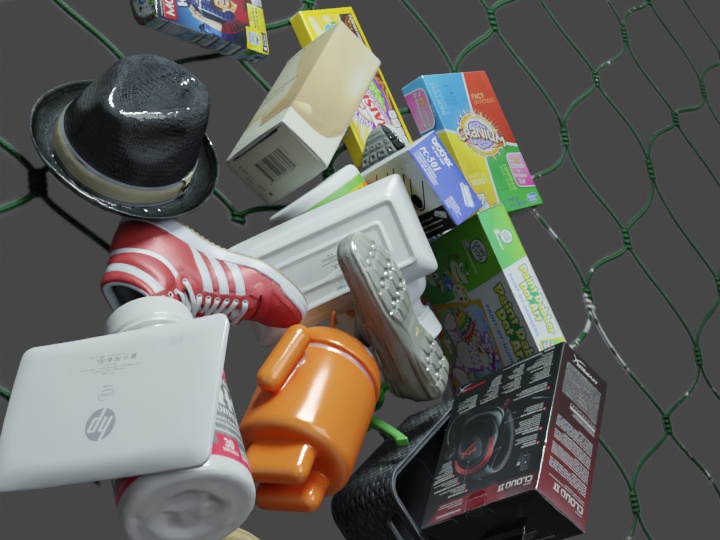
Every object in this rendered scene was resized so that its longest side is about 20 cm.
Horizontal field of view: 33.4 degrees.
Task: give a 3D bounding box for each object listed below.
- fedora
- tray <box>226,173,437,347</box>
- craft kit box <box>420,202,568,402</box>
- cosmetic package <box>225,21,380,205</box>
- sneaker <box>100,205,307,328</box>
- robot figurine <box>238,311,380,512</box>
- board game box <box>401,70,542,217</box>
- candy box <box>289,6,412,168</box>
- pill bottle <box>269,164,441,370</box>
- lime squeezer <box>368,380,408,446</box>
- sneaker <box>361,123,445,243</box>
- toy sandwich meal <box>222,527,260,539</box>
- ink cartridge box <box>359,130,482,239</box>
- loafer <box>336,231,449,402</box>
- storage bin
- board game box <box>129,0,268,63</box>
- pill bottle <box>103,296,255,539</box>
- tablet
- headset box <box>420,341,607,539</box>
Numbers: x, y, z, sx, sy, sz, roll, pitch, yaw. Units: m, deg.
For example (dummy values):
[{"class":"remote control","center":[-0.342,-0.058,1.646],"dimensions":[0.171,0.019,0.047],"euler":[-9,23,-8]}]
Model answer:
[{"class":"fedora","center":[-0.203,-0.140,1.111],"dimensions":[0.199,0.092,0.202],"euler":[24,36,-18]},{"class":"tray","center":[-0.029,-0.009,1.201],"dimensions":[0.022,0.198,0.108],"euler":[-147,-147,-83]},{"class":"craft kit box","center":[0.129,0.055,1.312],"dimensions":[0.048,0.197,0.201],"euler":[-20,82,-36]},{"class":"cosmetic package","center":[-0.060,-0.175,1.317],"dimensions":[0.071,0.105,0.201],"euler":[44,41,-20]},{"class":"sneaker","center":[-0.148,0.030,1.115],"dimensions":[0.199,0.071,0.113],"euler":[27,47,-14]},{"class":"robot figurine","center":[-0.047,0.133,1.139],"dimensions":[0.143,0.117,0.201],"euler":[37,42,-13]},{"class":"board game box","center":[0.148,-0.162,1.580],"dimensions":[0.152,0.040,0.202],"euler":[-15,80,-50]},{"class":"candy box","center":[-0.008,-0.224,1.461],"dimensions":[0.102,0.026,0.201],"euler":[-19,83,-47]},{"class":"pill bottle","center":[0.000,0.000,1.272],"dimensions":[0.201,0.111,0.111],"euler":[57,40,-6]},{"class":"lime squeezer","center":[0.021,0.135,1.253],"dimensions":[0.200,0.070,0.038],"euler":[-67,133,-72]},{"class":"sneaker","center":[0.064,-0.087,1.430],"dimensions":[0.201,0.074,0.087],"euler":[62,28,-20]},{"class":"toy sandwich meal","center":[-0.130,0.301,0.999],"dimensions":[0.204,0.070,0.207],"euler":[23,56,-39]},{"class":"ink cartridge box","center":[0.043,-0.074,1.292],"dimensions":[0.044,0.200,0.094],"euler":[-37,97,-27]},{"class":"loafer","center":[0.020,0.052,1.183],"dimensions":[0.201,0.069,0.070],"euler":[63,30,-25]},{"class":"storage bin","center":[0.078,0.233,1.237],"dimensions":[0.136,0.093,0.200],"euler":[58,40,-5]},{"class":"board game box","center":[-0.203,-0.328,1.284],"dimensions":[0.199,0.061,0.202],"euler":[11,61,-42]},{"class":"pill bottle","center":[-0.160,0.121,0.994],"dimensions":[0.110,0.111,0.201],"euler":[21,33,-38]},{"class":"tablet","center":[-0.197,0.104,0.942],"dimensions":[0.014,0.198,0.131],"euler":[52,34,-48]},{"class":"headset box","center":[0.147,0.185,1.150],"dimensions":[0.075,0.148,0.201],"euler":[42,42,-21]}]
